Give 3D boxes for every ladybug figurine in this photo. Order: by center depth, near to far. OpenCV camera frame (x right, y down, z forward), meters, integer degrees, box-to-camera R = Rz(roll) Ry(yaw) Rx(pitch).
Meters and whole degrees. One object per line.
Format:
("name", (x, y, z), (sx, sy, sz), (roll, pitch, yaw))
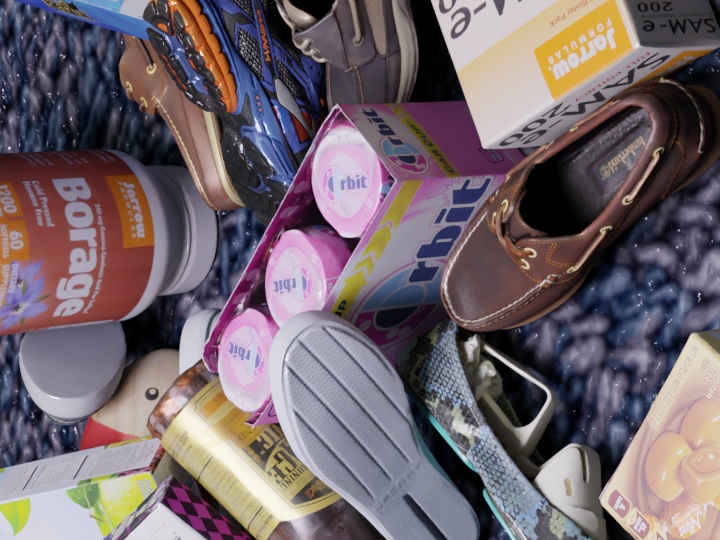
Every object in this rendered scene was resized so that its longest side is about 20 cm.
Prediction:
("ladybug figurine", (-0.139, 0.152, 1.487), (0.135, 0.072, 0.202), (14, 107, 50))

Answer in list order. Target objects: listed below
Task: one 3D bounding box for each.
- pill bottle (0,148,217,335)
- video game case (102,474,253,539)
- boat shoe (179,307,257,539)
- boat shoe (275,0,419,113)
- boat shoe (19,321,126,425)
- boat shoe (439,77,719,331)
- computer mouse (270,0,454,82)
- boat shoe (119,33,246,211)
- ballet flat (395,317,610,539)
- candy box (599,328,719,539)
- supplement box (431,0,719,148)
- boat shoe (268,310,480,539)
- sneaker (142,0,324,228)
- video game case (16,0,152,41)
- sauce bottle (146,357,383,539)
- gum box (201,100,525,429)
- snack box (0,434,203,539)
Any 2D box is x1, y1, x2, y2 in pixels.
("pill bottle", (-0.191, -0.020, 1.439), (0.112, 0.199, 0.113), (7, 100, 45))
("video game case", (-0.095, 0.241, 1.380), (0.200, 0.036, 0.181), (39, 120, -12))
("boat shoe", (-0.055, 0.116, 1.416), (0.071, 0.072, 0.201), (-18, 85, 30))
("boat shoe", (-0.014, -0.154, 1.254), (0.075, 0.073, 0.201), (-126, 27, -43))
("boat shoe", (-0.191, 0.051, 1.505), (0.200, 0.068, 0.057), (-104, 18, -61))
("boat shoe", (0.104, -0.034, 1.211), (0.200, 0.070, 0.071), (-45, 70, 34))
("computer mouse", (-0.022, -0.189, 1.356), (0.199, 0.046, 0.142), (12, 104, 45))
("boat shoe", (-0.112, -0.122, 1.428), (0.067, 0.072, 0.201), (-25, 68, 18))
("ballet flat", (0.092, 0.102, 1.258), (0.200, 0.074, 0.074), (52, 128, 24))
("candy box", (0.220, 0.133, 1.129), (0.200, 0.055, 0.116), (46, 126, 34))
("supplement box", (0.095, -0.181, 1.214), (0.126, 0.073, 0.201), (-33, 71, 44))
("boat shoe", (-0.001, 0.096, 1.282), (0.062, 0.072, 0.201), (37, 162, 53))
("sneaker", (-0.045, -0.092, 1.339), (0.075, 0.078, 0.201), (18, 142, 57))
("video game case", (-0.138, -0.241, 1.416), (0.199, 0.045, 0.182), (20, 79, 43))
("sauce bottle", (-0.037, 0.137, 1.342), (0.200, 0.066, 0.066), (42, 125, 9))
("gum box", (0.000, 0.000, 1.304), (0.066, 0.113, 0.201), (51, 127, 30))
("snack box", (-0.148, 0.207, 1.425), (0.141, 0.053, 0.201), (-13, 115, 21))
